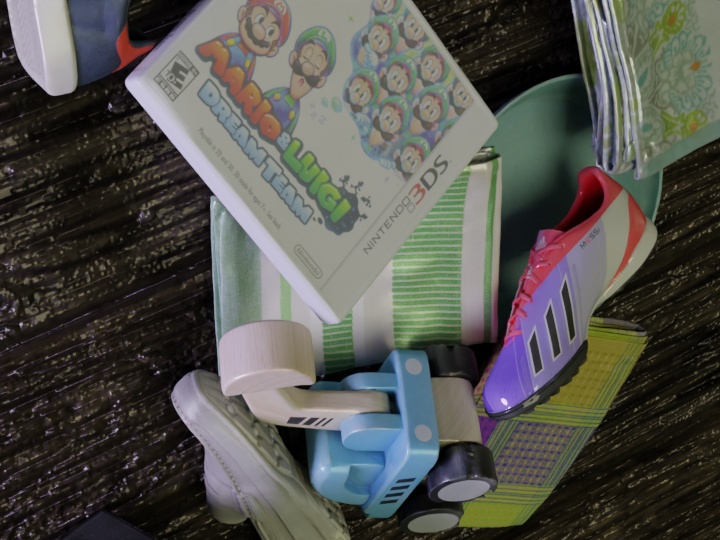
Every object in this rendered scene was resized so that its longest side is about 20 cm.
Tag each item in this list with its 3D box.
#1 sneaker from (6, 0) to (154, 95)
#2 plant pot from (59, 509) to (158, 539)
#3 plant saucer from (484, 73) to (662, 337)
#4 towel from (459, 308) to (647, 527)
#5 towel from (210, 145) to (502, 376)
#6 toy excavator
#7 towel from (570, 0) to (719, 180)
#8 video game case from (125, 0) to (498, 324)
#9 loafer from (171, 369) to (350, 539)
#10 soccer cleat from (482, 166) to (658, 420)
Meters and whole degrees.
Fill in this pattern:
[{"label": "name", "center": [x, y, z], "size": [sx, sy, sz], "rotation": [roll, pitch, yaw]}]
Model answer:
[{"label": "sneaker", "center": [-0.153, -0.197, 0.901], "size": [0.084, 0.075, 0.201], "rotation": [-20, 131, -24]}, {"label": "plant pot", "center": [-0.140, 0.275, 1.068], "size": [0.200, 0.199, 0.178], "rotation": [45, 71, -39]}, {"label": "plant saucer", "center": [0.130, -0.049, 1.188], "size": [0.199, 0.036, 0.201], "rotation": [-16, 120, -28]}, {"label": "towel", "center": [0.122, 0.111, 1.241], "size": [0.143, 0.023, 0.201], "rotation": [8, 120, -37]}, {"label": "towel", "center": [0.000, 0.000, 1.103], "size": [0.199, 0.023, 0.154], "rotation": [-10, 118, -17]}, {"label": "toy excavator", "center": [-0.009, 0.099, 1.093], "size": [0.199, 0.101, 0.195], "rotation": [2, 150, -18]}, {"label": "towel", "center": [0.228, -0.174, 1.160], "size": [0.199, 0.048, 0.172], "rotation": [-29, 118, -33]}, {"label": "video game case", "center": [-0.022, -0.101, 1.011], "size": [0.182, 0.024, 0.200], "rotation": [-50, 117, -23]}, {"label": "loafer", "center": [-0.076, 0.141, 1.113], "size": [0.070, 0.070, 0.200], "rotation": [-30, 130, 6]}, {"label": "soccer cleat", "center": [0.131, 0.016, 1.136], "size": [0.073, 0.068, 0.200], "rotation": [50, 60, -21]}]
